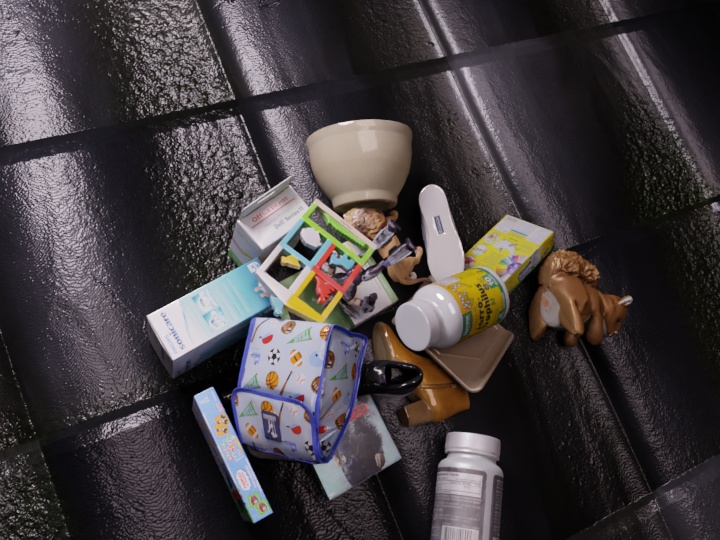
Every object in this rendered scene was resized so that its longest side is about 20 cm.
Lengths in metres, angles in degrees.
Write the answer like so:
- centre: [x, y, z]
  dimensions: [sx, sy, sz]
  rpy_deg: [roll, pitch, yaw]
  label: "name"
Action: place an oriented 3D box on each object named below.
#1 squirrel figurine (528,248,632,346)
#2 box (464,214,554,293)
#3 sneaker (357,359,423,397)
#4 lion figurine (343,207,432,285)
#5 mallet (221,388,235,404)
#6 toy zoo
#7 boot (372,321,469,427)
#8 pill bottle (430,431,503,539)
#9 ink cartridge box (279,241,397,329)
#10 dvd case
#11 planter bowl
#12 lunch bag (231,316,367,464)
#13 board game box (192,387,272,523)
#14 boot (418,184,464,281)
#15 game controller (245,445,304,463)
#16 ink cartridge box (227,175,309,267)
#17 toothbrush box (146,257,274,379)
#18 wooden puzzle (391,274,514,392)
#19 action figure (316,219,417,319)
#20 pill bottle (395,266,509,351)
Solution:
- centre: [0.440, 0.049, 1.325]
  dimensions: [0.185, 0.141, 0.201]
  rpy_deg: [2, 73, -23]
  label: "squirrel figurine"
- centre: [0.275, -0.021, 1.313]
  dimensions: [0.200, 0.049, 0.117]
  rpy_deg: [-39, 45, -25]
  label: "box"
- centre: [0.005, 0.172, 1.103]
  dimensions: [0.199, 0.088, 0.076]
  rpy_deg: [-2, 73, -15]
  label: "sneaker"
- centre: [0.053, -0.039, 1.233]
  dimensions: [0.200, 0.072, 0.122]
  rpy_deg: [50, 30, 2]
  label: "lion figurine"
- centre: [-0.137, 0.193, 1.156]
  dimensions: [0.199, 0.041, 0.066]
  rpy_deg: [-27, 96, -15]
  label: "mallet"
- centre: [-0.076, -0.004, 1.068]
  dimensions: [0.131, 0.020, 0.200]
  rpy_deg: [37, 63, -3]
  label: "toy zoo"
- centre: [0.113, 0.175, 1.224]
  dimensions: [0.143, 0.071, 0.202]
  rpy_deg: [-14, 78, -27]
  label: "boot"
- centre: [0.183, 0.384, 1.139]
  dimensions: [0.113, 0.114, 0.201]
  rpy_deg: [14, 68, -11]
  label: "pill bottle"
- centre: [-0.051, 0.044, 1.226]
  dimensions: [0.199, 0.048, 0.146]
  rpy_deg: [-28, 82, -26]
  label: "ink cartridge box"
- centre: [-0.037, 0.257, 1.123]
  dimensions: [0.145, 0.022, 0.201]
  rpy_deg: [-23, 79, -22]
  label: "dvd case"
- centre: [0.004, -0.180, 1.249]
  dimensions: [0.199, 0.200, 0.136]
  rpy_deg: [-4, 83, -18]
  label: "planter bowl"
- centre: [-0.099, 0.180, 1.021]
  dimensions: [0.124, 0.169, 0.201]
  rpy_deg: [27, 71, -52]
  label: "lunch bag"
- centre: [-0.202, 0.287, 1.037]
  dimensions: [0.036, 0.151, 0.201]
  rpy_deg: [-23, 79, -21]
  label: "board game box"
- centre: [0.158, -0.064, 1.306]
  dimensions: [0.072, 0.090, 0.201]
  rpy_deg: [-9, 87, 7]
  label: "boot"
- centre: [-0.092, 0.269, 1.130]
  dimensions: [0.199, 0.042, 0.105]
  rpy_deg: [9, 85, -14]
  label: "game controller"
- centre: [-0.154, -0.069, 1.150]
  dimensions: [0.117, 0.200, 0.067]
  rpy_deg: [-39, 85, -24]
  label: "ink cartridge box"
- centre: [-0.240, 0.081, 1.102]
  dimensions: [0.199, 0.146, 0.086]
  rpy_deg: [-31, 81, -23]
  label: "toothbrush box"
- centre: [0.173, 0.112, 1.251]
  dimensions: [0.200, 0.037, 0.185]
  rpy_deg: [40, 45, 6]
  label: "wooden puzzle"
- centre: [0.000, 0.000, 1.166]
  dimensions: [0.200, 0.069, 0.130]
  rpy_deg: [-42, 100, 9]
  label: "action figure"
- centre: [0.159, 0.069, 1.172]
  dimensions: [0.199, 0.113, 0.113]
  rpy_deg: [-18, 76, -39]
  label: "pill bottle"
